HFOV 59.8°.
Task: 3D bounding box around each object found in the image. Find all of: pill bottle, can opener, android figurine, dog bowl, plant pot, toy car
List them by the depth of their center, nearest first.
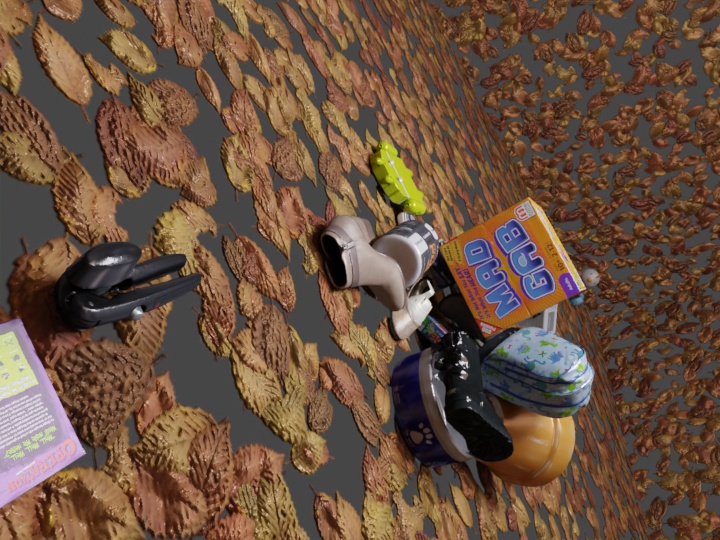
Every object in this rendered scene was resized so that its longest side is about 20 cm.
[{"bbox_3d":[-0.211,0.015,0.598,0.064,0.078,0.200,61,14,5],"label":"can opener"},{"bbox_3d":[0.136,0.238,1.096,0.200,0.079,0.201,46,31,-39],"label":"dog bowl"},{"bbox_3d":[0.093,-0.039,1.215,0.107,0.106,0.200,64,24,-6],"label":"pill bottle"},{"bbox_3d":[0.284,0.312,1.229,0.183,0.200,0.201,22,48,-37],"label":"plant pot"},{"bbox_3d":[0.084,-0.206,1.407,0.200,0.041,0.183,11,53,-63],"label":"android figurine"},{"bbox_3d":[1.155,0.052,3.221,0.185,0.199,0.177,66,24,-1],"label":"toy car"}]

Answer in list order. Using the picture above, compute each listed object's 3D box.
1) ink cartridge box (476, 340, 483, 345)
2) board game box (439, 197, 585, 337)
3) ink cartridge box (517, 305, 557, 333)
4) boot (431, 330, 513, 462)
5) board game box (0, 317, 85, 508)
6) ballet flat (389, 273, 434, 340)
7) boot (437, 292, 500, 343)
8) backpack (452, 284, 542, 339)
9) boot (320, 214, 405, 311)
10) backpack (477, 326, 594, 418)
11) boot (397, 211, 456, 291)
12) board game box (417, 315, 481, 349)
[{"bbox_3d":[0.330,0.164,1.585,0.104,0.059,0.201,28,45,-55],"label":"ink cartridge box"},{"bbox_3d":[0.312,-0.003,1.268,0.201,0.199,0.200,64,20,11],"label":"board game box"},{"bbox_3d":[0.409,0.058,1.571,0.050,0.200,0.163,-7,107,-25],"label":"ink cartridge box"},{"bbox_3d":[0.189,0.209,1.056,0.198,0.073,0.163,49,27,-34],"label":"boot"},{"bbox_3d":[-0.283,0.115,0.399,0.120,0.032,0.200,62,25,-1],"label":"board game box"},{"bbox_3d":[0.106,0.060,1.203,0.068,0.067,0.200,58,26,-19],"label":"ballet flat"},{"bbox_3d":[0.265,0.131,1.355,0.199,0.068,0.131,29,22,-27],"label":"boot"},{"bbox_3d":[0.307,0.044,1.503,0.191,0.199,0.154,-106,174,-53],"label":"backpack"},{"bbox_3d":[0.000,0.000,1.052,0.201,0.070,0.146,64,31,-5],"label":"boot"},{"bbox_3d":[0.322,0.184,1.142,0.163,0.154,0.200,-24,48,-34],"label":"backpack"},{"bbox_3d":[0.163,-0.054,1.391,0.201,0.090,0.073,60,25,-15],"label":"boot"},{"bbox_3d":[0.208,0.159,1.288,0.135,0.035,0.200,45,12,33],"label":"board game box"}]
